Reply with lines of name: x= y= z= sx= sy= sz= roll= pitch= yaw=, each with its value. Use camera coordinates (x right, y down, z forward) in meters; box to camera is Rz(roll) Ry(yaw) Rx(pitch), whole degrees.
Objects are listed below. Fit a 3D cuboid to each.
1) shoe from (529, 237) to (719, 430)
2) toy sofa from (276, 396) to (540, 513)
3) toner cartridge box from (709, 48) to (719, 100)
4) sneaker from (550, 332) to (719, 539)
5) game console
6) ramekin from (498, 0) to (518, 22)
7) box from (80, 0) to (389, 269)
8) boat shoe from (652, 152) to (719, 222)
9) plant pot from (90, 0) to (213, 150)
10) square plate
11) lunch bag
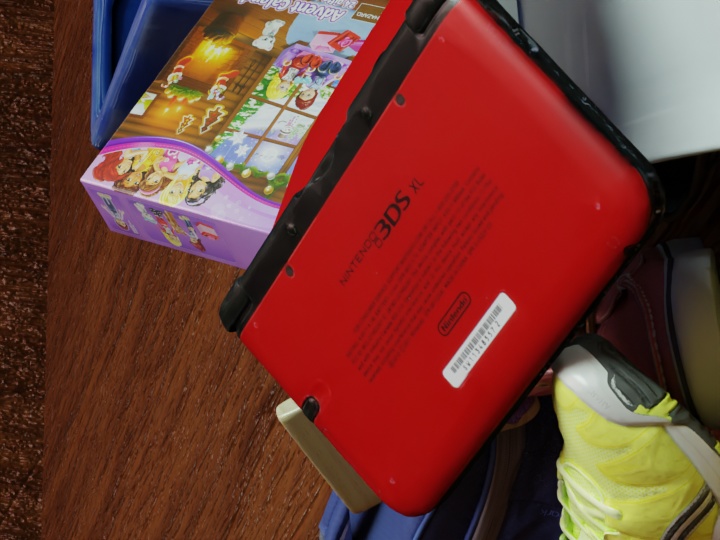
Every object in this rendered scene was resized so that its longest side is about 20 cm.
shoe: x=0.103 y=0.028 z=1.152 sx=0.200 sy=0.091 sz=0.072 roll=-64 pitch=-37 yaw=-82
toy sofa: x=0.000 y=0.000 z=1.266 sx=0.083 sy=0.097 sz=0.200 roll=55 pitch=-169 yaw=-45
toner cartridge box: x=0.176 y=-0.159 z=1.067 sx=0.095 sy=0.043 sz=0.201 roll=-39 pitch=-40 yaw=-69
sneaker: x=0.107 y=0.105 z=1.077 sx=0.075 sy=0.076 sz=0.200 roll=45 pitch=166 yaw=46
game console: x=0.040 y=-0.038 z=1.076 sx=0.172 sy=0.119 sz=0.200 roll=48 pitch=133 yaw=15
ramekin: x=0.031 y=-0.109 z=1.434 sx=0.200 sy=0.098 sz=0.201 roll=-34 pitch=43 yaw=38
box: x=-0.006 y=-0.058 z=1.234 sx=0.137 sy=0.200 sz=0.039 roll=-56 pitch=-38 yaw=-25
boat shoe: x=0.127 y=-0.100 z=1.153 sx=0.200 sy=0.073 sz=0.063 roll=70 pitch=-149 yaw=-52
plant pot: x=-0.056 y=-0.188 z=1.664 sx=0.200 sy=0.179 sz=0.201 roll=119 pitch=153 yaw=-62
square plate: x=0.129 y=-0.141 z=1.024 sx=0.200 sy=0.028 sz=0.199 roll=-8 pitch=86 yaw=49
lunch bag: x=0.053 y=0.102 z=1.354 sx=0.136 sy=0.132 sz=0.200 roll=-98 pitch=19 yaw=-44
